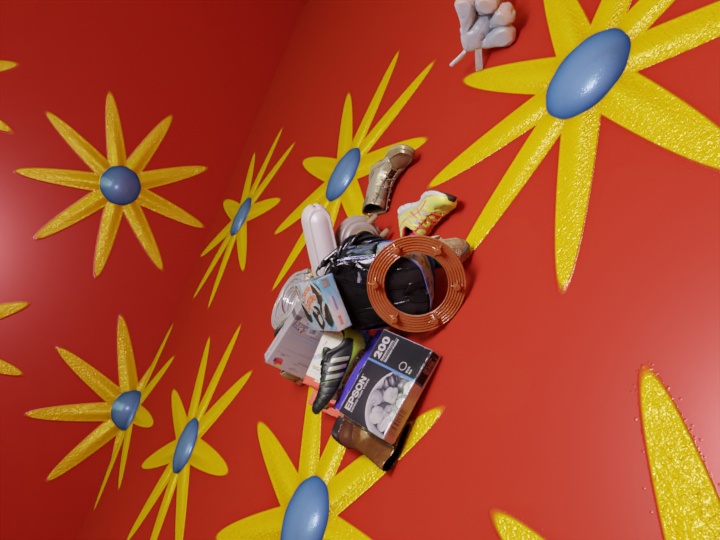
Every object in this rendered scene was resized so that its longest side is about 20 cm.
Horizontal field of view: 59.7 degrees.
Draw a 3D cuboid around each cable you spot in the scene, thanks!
[{"bbox_3d":[0.000,0.000,1.522,0.199,0.164,0.051,-38,-8,-1],"label":"cable"},{"bbox_3d":[-0.194,0.097,1.880,0.199,0.069,0.202,-2,65,62],"label":"cable"}]

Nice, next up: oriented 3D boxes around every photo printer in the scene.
[{"bbox_3d":[-0.104,-0.074,1.632,0.166,0.069,0.202,-158,55,-78],"label":"photo printer"}]

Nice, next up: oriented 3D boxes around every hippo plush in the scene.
[{"bbox_3d":[0.325,-0.629,1.571,0.201,0.158,0.161,85,-154,-47],"label":"hippo plush"}]

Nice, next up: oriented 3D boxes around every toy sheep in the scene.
[{"bbox_3d":[-0.006,-0.082,1.643,0.139,0.137,0.200,-66,14,-8],"label":"toy sheep"}]

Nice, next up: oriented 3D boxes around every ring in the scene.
[{"bbox_3d":[0.111,0.030,1.246,0.201,0.200,0.019,-54,7,16],"label":"ring"}]

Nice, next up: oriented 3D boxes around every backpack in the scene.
[{"bbox_3d":[0.060,0.021,1.341,0.198,0.185,0.147,-6,25,22],"label":"backpack"}]

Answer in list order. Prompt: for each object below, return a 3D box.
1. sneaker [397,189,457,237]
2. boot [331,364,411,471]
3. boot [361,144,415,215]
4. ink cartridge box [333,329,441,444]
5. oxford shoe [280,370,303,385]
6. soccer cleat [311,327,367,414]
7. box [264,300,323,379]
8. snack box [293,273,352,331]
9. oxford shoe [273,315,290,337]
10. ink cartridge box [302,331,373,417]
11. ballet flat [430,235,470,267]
[{"bbox_3d":[0.155,-0.121,1.453,0.200,0.078,0.091,-26,51,59],"label":"sneaker"},{"bbox_3d":[0.030,0.294,1.297,0.199,0.068,0.189,5,61,57],"label":"boot"},{"bbox_3d":[0.073,-0.241,1.703,0.200,0.072,0.156,-29,41,56],"label":"boot"},{"bbox_3d":[0.041,0.224,1.284,0.199,0.043,0.199,17,72,49],"label":"ink cartridge box"},{"bbox_3d":[-0.153,0.205,1.698,0.071,0.073,0.202,-8,59,59],"label":"oxford shoe"},{"bbox_3d":[-0.062,0.215,1.367,0.201,0.081,0.068,-59,4,-11],"label":"soccer cleat"},{"bbox_3d":[-0.127,0.175,1.587,0.201,0.155,0.041,-57,24,12],"label":"box"},{"bbox_3d":[-0.087,0.072,1.371,0.037,0.117,0.200,-23,4,-21],"label":"snack box"},{"bbox_3d":[-0.138,0.149,1.656,0.198,0.073,0.085,-24,60,11],"label":"oxford shoe"},{"bbox_3d":[-0.052,0.229,1.442,0.115,0.067,0.202,18,79,27],"label":"ink cartridge box"},{"bbox_3d":[0.172,-0.044,1.368,0.065,0.071,0.200,-40,24,-18],"label":"ballet flat"}]
